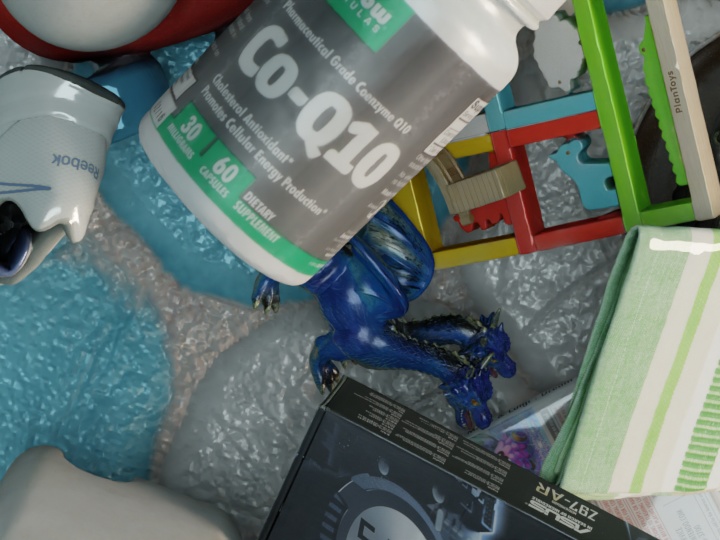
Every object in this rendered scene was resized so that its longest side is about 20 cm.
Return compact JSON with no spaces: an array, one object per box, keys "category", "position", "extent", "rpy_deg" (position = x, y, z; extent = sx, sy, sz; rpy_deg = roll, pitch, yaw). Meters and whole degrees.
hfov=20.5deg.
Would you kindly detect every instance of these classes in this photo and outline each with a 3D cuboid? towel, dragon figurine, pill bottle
[{"category":"towel","position":[0.193,0.048,1.003],"extent":[0.199,0.023,0.153],"rpy_deg":[2,117,-30]},{"category":"dragon figurine","position":[0.000,0.000,1.030],"extent":[0.099,0.059,0.201],"rpy_deg":[-28,100,33]},{"category":"pill bottle","position":[0.001,-0.099,0.930],"extent":[0.113,0.113,0.200],"rpy_deg":[44,100,-7]}]

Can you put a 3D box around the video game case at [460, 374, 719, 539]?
[{"category":"video game case","position":[0.116,0.168,1.067],"extent":[0.181,0.024,0.201],"rpy_deg":[-28,96,7]}]

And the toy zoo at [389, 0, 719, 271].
[{"category":"toy zoo","position":[0.076,-0.074,1.019],"extent":[0.199,0.020,0.132],"rpy_deg":[-11,97,30]}]

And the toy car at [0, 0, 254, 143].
[{"category":"toy car","position":[-0.109,-0.160,0.954],"extent":[0.176,0.200,0.185],"rpy_deg":[-19,98,1]}]

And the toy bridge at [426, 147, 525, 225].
[{"category":"toy bridge","position":[0.021,-0.118,1.009],"extent":[0.067,0.027,0.201],"rpy_deg":[-17,95,33]}]

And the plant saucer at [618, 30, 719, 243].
[{"category":"plant saucer","position":[0.235,-0.040,1.065],"extent":[0.199,0.032,0.202],"rpy_deg":[0,99,-1]}]

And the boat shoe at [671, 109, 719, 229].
[{"category":"boat shoe","position":[0.193,-0.032,1.021],"extent":[0.065,0.073,0.201],"rpy_deg":[31,110,29]}]

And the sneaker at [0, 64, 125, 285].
[{"category":"sneaker","position":[-0.192,-0.032,0.984],"extent":[0.074,0.200,0.088],"rpy_deg":[20,62,-31]}]

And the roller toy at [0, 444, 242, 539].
[{"category":"roller toy","position":[-0.152,0.191,1.012],"extent":[0.139,0.183,0.201],"rpy_deg":[21,119,-4]}]

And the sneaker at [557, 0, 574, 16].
[{"category":"sneaker","position":[0.108,-0.242,1.008],"extent":[0.146,0.081,0.200],"rpy_deg":[39,101,-10]}]

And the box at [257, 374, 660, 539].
[{"category":"box","position":[0.043,0.168,0.985],"extent":[0.199,0.044,0.161],"rpy_deg":[28,114,6]}]
